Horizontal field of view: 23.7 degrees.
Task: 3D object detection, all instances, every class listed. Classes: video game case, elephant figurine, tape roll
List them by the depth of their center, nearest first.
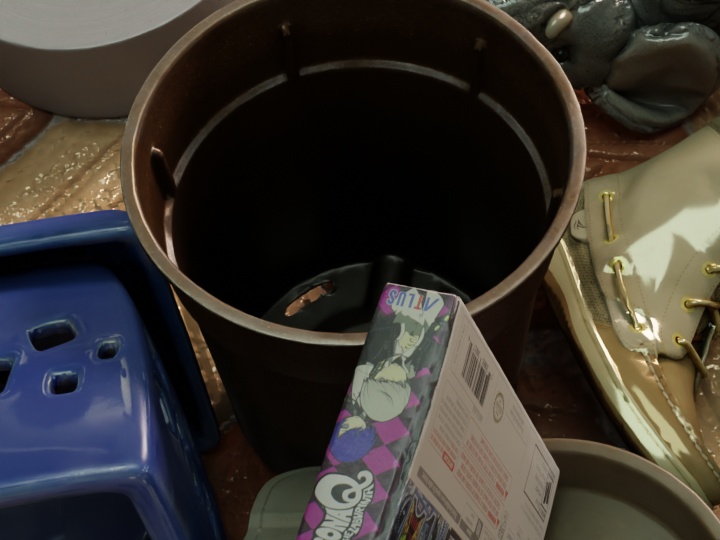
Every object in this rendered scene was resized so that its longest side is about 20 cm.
[{"bbox_3d":[0.023,0.127,0.679,0.036,0.200,0.182,11,70,23],"label":"video game case"},{"bbox_3d":[0.143,-0.147,0.940,0.200,0.155,0.142,-35,17,16],"label":"elephant figurine"},{"bbox_3d":[-0.154,-0.191,1.051,0.199,0.066,0.201,-5,55,7],"label":"tape roll"}]

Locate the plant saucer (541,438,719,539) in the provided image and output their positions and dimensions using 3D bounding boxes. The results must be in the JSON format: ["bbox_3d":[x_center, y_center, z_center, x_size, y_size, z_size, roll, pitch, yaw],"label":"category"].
[{"bbox_3d":[0.082,0.173,0.767,0.199,0.029,0.201,-10,62,19],"label":"plant saucer"}]

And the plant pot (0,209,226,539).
[{"bbox_3d":[-0.165,0.092,0.793,0.199,0.200,0.180,-9,49,5],"label":"plant pot"}]

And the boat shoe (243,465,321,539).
[{"bbox_3d":[-0.031,0.147,0.711,0.072,0.063,0.200,0,17,14],"label":"boat shoe"}]

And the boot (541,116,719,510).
[{"bbox_3d":[0.177,0.012,0.844,0.155,0.073,0.200,-26,49,4],"label":"boot"}]

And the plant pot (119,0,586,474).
[{"bbox_3d":[0.000,0.000,0.810,0.199,0.198,0.201,-1,56,2],"label":"plant pot"}]
